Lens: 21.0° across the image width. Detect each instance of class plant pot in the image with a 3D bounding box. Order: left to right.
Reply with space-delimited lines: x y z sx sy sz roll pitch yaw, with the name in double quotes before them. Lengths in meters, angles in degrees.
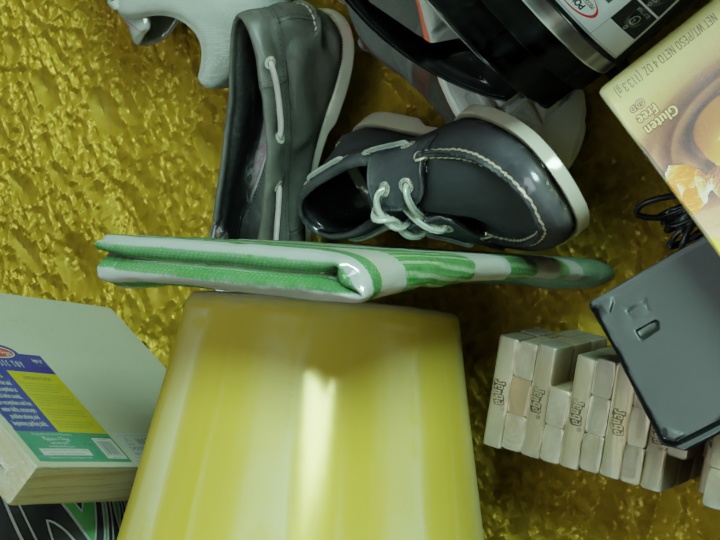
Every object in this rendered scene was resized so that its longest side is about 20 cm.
"plant pot" -0.024 0.109 0.905 0.200 0.200 0.190 3 86 34

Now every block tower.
"block tower" 0.155 0.071 0.858 0.199 0.054 0.058 15 103 32

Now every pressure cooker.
"pressure cooker" 0.076 -0.167 0.805 0.200 0.179 0.176 -37 80 16

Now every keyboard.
"keyboard" 0.197 -0.011 0.823 0.199 0.040 0.104 -30 71 13

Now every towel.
"towel" 0.000 0.000 0.869 0.152 0.200 0.024 3 91 35

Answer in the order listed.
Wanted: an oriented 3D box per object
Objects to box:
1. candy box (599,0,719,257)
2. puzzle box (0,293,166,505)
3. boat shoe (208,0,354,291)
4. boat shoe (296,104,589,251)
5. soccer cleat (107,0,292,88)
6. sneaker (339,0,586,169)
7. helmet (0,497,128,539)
"candy box" 0.210 -0.085 0.776 0.200 0.055 0.116 -38 72 13
"puzzle box" -0.149 0.062 0.978 0.133 0.200 0.025 45 105 24
"boat shoe" -0.054 -0.038 0.977 0.067 0.057 0.201 34 117 51
"boat shoe" 0.032 -0.030 0.877 0.073 0.063 0.200 58 162 -20
"soccer cleat" -0.120 -0.172 1.017 0.200 0.070 0.087 42 115 24
"sneaker" 0.036 -0.121 0.929 0.201 0.077 0.082 61 153 8
"helmet" -0.201 0.152 1.031 0.190 0.200 0.201 25 107 28
